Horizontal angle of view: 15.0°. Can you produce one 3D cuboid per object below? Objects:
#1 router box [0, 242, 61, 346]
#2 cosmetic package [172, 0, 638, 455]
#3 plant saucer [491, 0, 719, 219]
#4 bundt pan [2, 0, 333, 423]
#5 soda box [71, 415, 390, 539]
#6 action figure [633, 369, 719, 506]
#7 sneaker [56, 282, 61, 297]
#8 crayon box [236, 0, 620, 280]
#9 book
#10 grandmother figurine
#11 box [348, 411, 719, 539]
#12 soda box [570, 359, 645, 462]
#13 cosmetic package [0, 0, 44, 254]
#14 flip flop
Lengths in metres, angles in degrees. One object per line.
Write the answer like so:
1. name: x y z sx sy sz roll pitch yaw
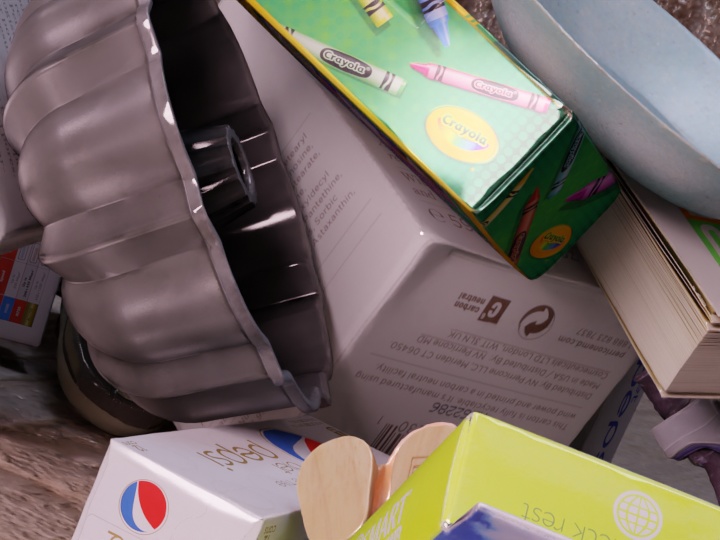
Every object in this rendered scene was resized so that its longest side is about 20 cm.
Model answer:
1. router box: -0.207 -0.085 1.270 0.179 0.201 0.049 16 10 -17
2. cosmetic package: 0.000 0.000 1.268 0.167 0.167 0.200 14 30 -42
3. plant saucer: 0.118 -0.077 1.170 0.201 0.039 0.201 36 18 -14
4. bundt pan: -0.079 -0.028 1.064 0.075 0.203 0.202 -19 3 8
5. soda box: -0.038 0.101 1.039 0.068 0.064 0.200 25 8 18
6. action figure: 0.190 0.127 1.226 0.130 0.069 0.201 -6 68 -57
7. sneaker: -0.150 -0.022 1.439 0.088 0.074 0.200 32 -1 39
8. crayon box: 0.011 -0.092 1.120 0.200 0.058 0.119 44 1 19
9. book: 0.154 -0.026 1.235 0.133 0.048 0.200 6 40 -35
10. grandmother figurine: 0.064 0.123 1.004 0.121 0.061 0.200 1 -30 36
11. box: 0.056 0.112 0.888 0.121 0.048 0.200 21 -31 -11
12. soda box: 0.105 0.044 1.332 0.063 0.201 0.068 27 8 20
13. cosmetic package: -0.214 -0.072 1.108 0.164 0.166 0.200 -17 2 9
14. flip flop: -0.116 0.036 1.326 0.081 0.058 0.200 29 22 -10
